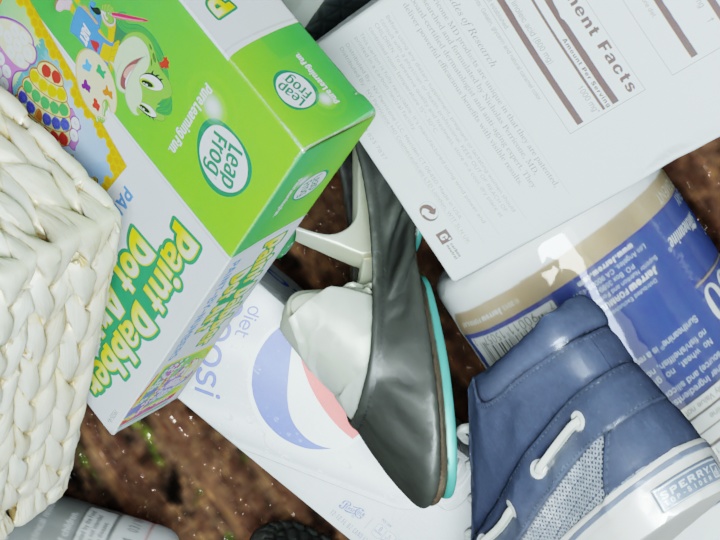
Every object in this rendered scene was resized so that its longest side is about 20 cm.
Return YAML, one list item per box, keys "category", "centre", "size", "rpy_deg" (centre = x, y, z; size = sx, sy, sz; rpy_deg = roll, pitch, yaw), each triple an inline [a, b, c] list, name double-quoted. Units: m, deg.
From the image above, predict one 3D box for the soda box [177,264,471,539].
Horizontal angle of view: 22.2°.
- category: "soda box"
  centre: [-0.024, 0.055, 0.813]
  size: [0.200, 0.068, 0.064]
  rpy_deg: [40, 97, -2]

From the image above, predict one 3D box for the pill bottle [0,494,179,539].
- category: "pill bottle"
  centre: [-0.189, 0.141, 0.809]
  size: [0.198, 0.114, 0.115]
  rpy_deg: [17, 98, 0]

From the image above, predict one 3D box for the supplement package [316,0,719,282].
- category: "supplement package"
  centre: [0.099, -0.101, 0.691]
  size: [0.199, 0.114, 0.110]
  rpy_deg: [-30, 99, 35]

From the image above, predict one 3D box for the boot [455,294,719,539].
- category: "boot"
  centre: [0.071, 0.091, 0.738]
  size: [0.072, 0.200, 0.091]
  rpy_deg: [-20, 69, -34]

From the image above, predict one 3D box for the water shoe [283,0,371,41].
- category: "water shoe"
  centre: [0.007, -0.172, 0.791]
  size: [0.079, 0.071, 0.201]
  rpy_deg: [43, 104, 27]

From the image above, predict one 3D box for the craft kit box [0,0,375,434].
- category: "craft kit box"
  centre: [-0.107, -0.067, 0.703]
  size: [0.198, 0.048, 0.200]
  rpy_deg: [48, 138, 10]

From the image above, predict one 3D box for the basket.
- category: "basket"
  centre: [-0.184, 0.024, 0.706]
  size: [0.135, 0.123, 0.201]
  rpy_deg: [43, 139, 20]

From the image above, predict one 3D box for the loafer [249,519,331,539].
- category: "loafer"
  centre: [0.022, 0.193, 0.835]
  size: [0.199, 0.073, 0.072]
  rpy_deg: [35, 106, 4]

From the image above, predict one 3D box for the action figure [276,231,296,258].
- category: "action figure"
  centre: [-0.072, -0.098, 0.732]
  size: [0.118, 0.055, 0.201]
  rpy_deg: [-26, 89, 30]

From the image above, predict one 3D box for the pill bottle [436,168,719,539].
- category: "pill bottle"
  centre: [0.129, 0.056, 0.784]
  size: [0.111, 0.111, 0.201]
  rpy_deg: [-34, 95, 7]

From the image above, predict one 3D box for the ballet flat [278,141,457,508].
- category: "ballet flat"
  centre: [0.000, 0.000, 0.760]
  size: [0.068, 0.068, 0.202]
  rpy_deg: [1, 68, -9]
